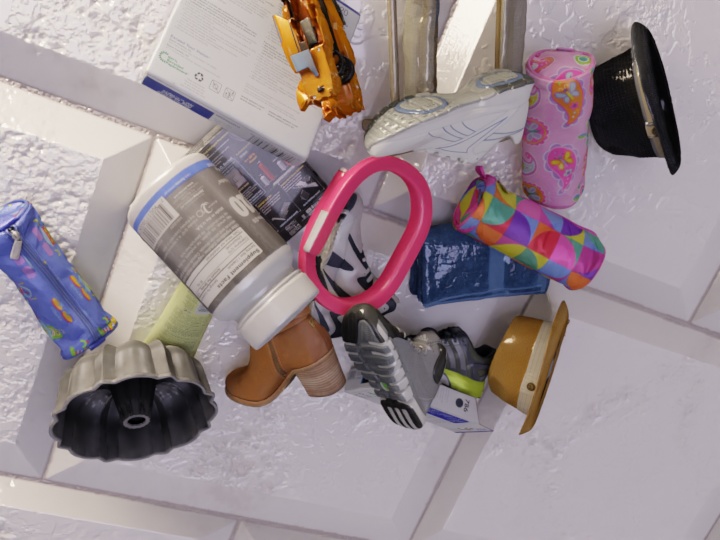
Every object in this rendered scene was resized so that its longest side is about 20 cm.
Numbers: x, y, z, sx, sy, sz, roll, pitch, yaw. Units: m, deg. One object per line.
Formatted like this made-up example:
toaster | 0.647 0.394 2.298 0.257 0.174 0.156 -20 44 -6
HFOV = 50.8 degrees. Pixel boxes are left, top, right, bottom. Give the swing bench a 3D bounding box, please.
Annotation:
swing bench | 0.106 -0.254 0.873 0.198 0.130 0.201 -9 116 -11

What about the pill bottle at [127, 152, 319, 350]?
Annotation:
pill bottle | -0.145 -0.018 0.823 0.114 0.114 0.200 -43 89 5

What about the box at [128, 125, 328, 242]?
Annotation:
box | -0.155 -0.083 0.923 0.200 0.050 0.158 -42 115 4

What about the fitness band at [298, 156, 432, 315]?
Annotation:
fitness band | 0.007 -0.042 0.914 0.143 0.037 0.201 30 89 -33

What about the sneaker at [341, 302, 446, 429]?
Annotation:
sneaker | 0.051 0.094 0.957 0.116 0.075 0.201 -49 130 -34

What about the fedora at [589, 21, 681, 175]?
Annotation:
fedora | 0.343 -0.209 0.967 0.091 0.201 0.202 -11 120 29

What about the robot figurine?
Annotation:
robot figurine | -0.057 -0.265 0.804 0.058 0.145 0.202 -20 85 18

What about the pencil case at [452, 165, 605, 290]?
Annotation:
pencil case | 0.215 -0.051 0.973 0.199 0.088 0.089 28 103 -12

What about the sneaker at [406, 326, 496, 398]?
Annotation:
sneaker | 0.107 0.109 1.065 0.199 0.074 0.081 25 96 -29

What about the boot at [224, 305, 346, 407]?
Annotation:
boot | -0.123 0.090 0.953 0.077 0.199 0.156 -45 117 -42

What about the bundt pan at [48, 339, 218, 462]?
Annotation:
bundt pan | -0.281 0.156 0.942 0.200 0.076 0.203 -12 143 -9

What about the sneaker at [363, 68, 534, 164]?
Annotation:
sneaker | 0.099 -0.149 0.809 0.198 0.075 0.088 -17 124 -12

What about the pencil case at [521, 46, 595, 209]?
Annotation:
pencil case | 0.245 -0.175 0.948 0.087 0.088 0.201 -18 133 -7

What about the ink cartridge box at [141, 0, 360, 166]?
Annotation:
ink cartridge box | -0.116 -0.250 0.851 0.195 0.043 0.201 26 71 -22

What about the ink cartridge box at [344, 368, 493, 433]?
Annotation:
ink cartridge box | 0.085 0.182 1.066 0.199 0.099 0.040 25 67 -22

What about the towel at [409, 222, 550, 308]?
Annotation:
towel | 0.168 -0.013 1.036 0.198 0.049 0.113 -5 112 -13

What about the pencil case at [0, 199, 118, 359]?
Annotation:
pencil case | -0.368 0.013 0.887 0.078 0.087 0.201 -39 118 -21

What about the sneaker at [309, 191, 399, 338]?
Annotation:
sneaker | 0.000 0.000 0.985 0.129 0.079 0.201 9 101 -27

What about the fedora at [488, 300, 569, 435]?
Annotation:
fedora | 0.233 0.130 1.073 0.081 0.200 0.202 18 110 18

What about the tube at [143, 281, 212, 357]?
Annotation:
tube | -0.218 0.061 0.939 0.058 0.052 0.200 46 132 12
